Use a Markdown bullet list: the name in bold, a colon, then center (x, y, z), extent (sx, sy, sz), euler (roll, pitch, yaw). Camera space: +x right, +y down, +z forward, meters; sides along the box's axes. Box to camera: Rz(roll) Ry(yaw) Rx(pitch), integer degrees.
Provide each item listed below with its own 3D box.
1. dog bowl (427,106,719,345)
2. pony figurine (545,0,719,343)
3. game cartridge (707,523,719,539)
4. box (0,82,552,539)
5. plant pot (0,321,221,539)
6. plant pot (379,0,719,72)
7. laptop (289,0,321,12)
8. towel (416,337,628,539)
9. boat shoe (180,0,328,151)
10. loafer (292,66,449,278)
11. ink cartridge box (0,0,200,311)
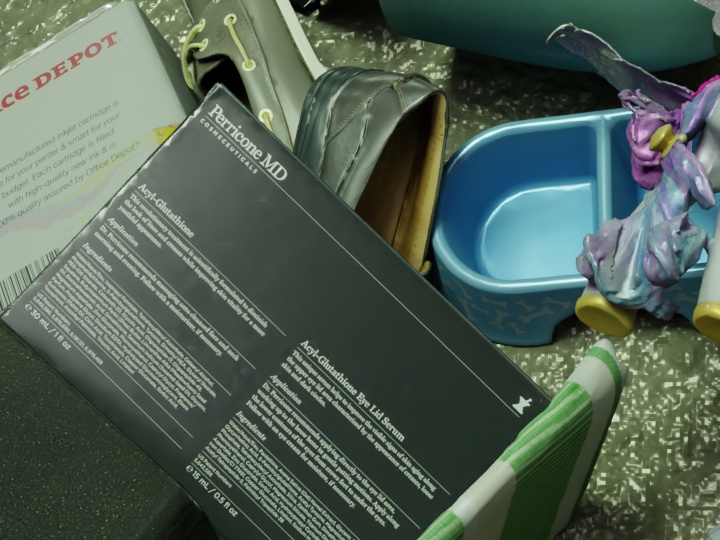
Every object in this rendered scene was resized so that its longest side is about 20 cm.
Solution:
- **dog bowl**: center (0.124, -0.028, 0.771), extent (0.198, 0.050, 0.113), euler (-5, 65, 17)
- **pony figurine**: center (0.166, -0.053, 0.645), extent (0.192, 0.167, 0.201), euler (30, 66, -2)
- **game cartridge**: center (0.239, 0.154, 0.599), extent (0.133, 0.040, 0.201), euler (-31, 92, 1)
- **box**: center (-0.036, 0.041, 0.691), extent (0.200, 0.079, 0.141), euler (44, 86, 3)
- **plant pot**: center (-0.147, 0.141, 0.598), extent (0.199, 0.201, 0.177), euler (36, 69, 30)
- **plant pot**: center (0.121, -0.188, 0.768), extent (0.160, 0.201, 0.202), euler (21, 75, 18)
- **laptop**: center (-0.017, -0.252, 0.894), extent (0.199, 0.103, 0.178), euler (29, 79, 28)
- **towel**: center (0.032, 0.125, 0.646), extent (0.199, 0.153, 0.023), euler (-39, 67, -25)
- **boat shoe**: center (-0.062, -0.112, 0.853), extent (0.060, 0.072, 0.203), euler (-22, 64, -20)
- **loafer**: center (0.000, 0.000, 0.762), extent (0.072, 0.072, 0.203), euler (6, 92, 51)
- **ink cartridge box**: center (-0.138, -0.024, 0.845), extent (0.144, 0.088, 0.201), euler (-29, 61, 5)
